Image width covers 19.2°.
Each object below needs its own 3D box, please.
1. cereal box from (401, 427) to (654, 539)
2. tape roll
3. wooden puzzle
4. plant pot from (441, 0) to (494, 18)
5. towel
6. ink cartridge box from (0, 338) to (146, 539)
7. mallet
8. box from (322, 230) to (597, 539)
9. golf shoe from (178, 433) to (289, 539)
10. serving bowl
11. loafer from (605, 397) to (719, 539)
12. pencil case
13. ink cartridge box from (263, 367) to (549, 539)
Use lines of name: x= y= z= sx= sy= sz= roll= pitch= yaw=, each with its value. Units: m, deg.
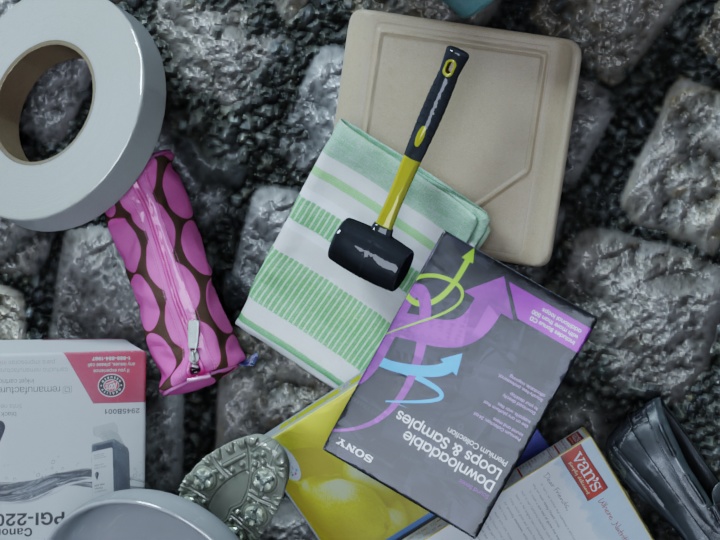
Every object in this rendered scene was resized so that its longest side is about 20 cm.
cereal box: x=0.135 y=0.239 z=1.716 sx=0.199 sy=0.040 sz=0.144 roll=-31 pitch=101 yaw=1
tape roll: x=-0.251 y=-0.133 z=1.751 sx=0.201 sy=0.037 sz=0.205 roll=-9 pitch=72 yaw=28
wooden puzzle: x=0.074 y=-0.109 z=1.744 sx=0.198 sy=0.037 sz=0.187 roll=10 pitch=96 yaw=14
plant pot: x=0.064 y=-0.309 z=1.661 sx=0.188 sy=0.200 sz=0.200 roll=43 pitch=100 yaw=-11
towel: x=0.000 y=0.000 z=1.746 sx=0.152 sy=0.023 sz=0.201 roll=32 pitch=111 yaw=6
ink cartridge box: x=-0.255 y=0.162 z=1.764 sx=0.144 sy=0.085 sz=0.202 roll=-1 pitch=96 yaw=-20
mallet: x=0.030 y=-0.086 z=1.692 sx=0.065 sy=0.041 sz=0.201 roll=19 pitch=102 yaw=13
box: x=0.078 y=0.090 z=1.680 sx=0.142 sy=0.036 sz=0.201 roll=29 pitch=88 yaw=6
golf shoe: x=-0.108 y=0.194 z=1.739 sx=0.078 sy=0.097 sz=0.200 roll=38 pitch=124 yaw=5
serving bowl: x=-0.155 y=0.256 z=1.693 sx=0.199 sy=0.066 sz=0.202 roll=10 pitch=117 yaw=20
loafer: x=0.283 y=0.190 z=1.708 sx=0.201 sy=0.068 sz=0.070 roll=47 pitch=109 yaw=7
pencil case: x=-0.159 y=0.000 z=1.759 sx=0.090 sy=0.094 sz=0.201 roll=-21 pitch=89 yaw=9
ink cartridge box: x=0.049 y=0.168 z=1.743 sx=0.199 sy=0.047 sz=0.198 roll=-33 pitch=99 yaw=12
